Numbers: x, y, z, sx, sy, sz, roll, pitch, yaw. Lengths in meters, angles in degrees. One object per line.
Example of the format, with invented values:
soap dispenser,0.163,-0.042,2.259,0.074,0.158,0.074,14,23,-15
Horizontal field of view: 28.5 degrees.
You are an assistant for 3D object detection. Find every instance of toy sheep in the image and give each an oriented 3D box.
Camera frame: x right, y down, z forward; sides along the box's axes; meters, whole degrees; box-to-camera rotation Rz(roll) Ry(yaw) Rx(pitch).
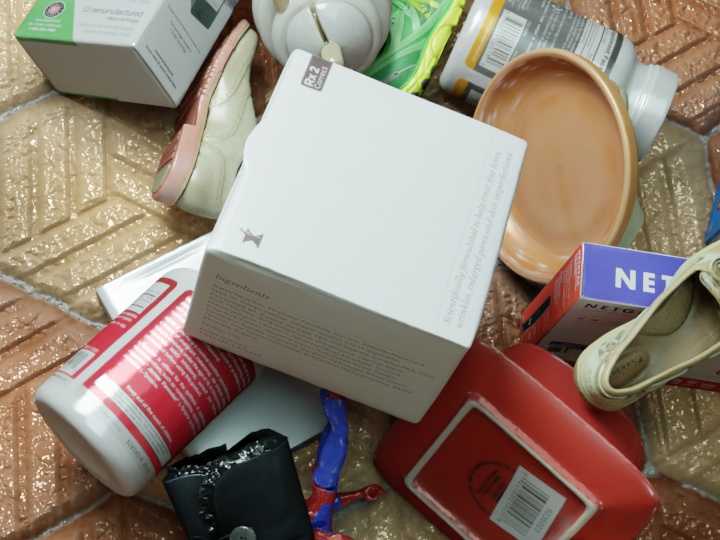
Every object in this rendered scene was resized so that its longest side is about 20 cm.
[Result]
toy sheep,-0.034,-0.233,1.245,0.137,0.138,0.200,7,40,-7

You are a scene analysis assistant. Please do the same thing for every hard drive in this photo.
hard drive,-0.118,0.073,1.197,0.132,0.027,0.200,-27,75,-19

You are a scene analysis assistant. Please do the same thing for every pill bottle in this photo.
pill bottle,0.183,-0.179,1.306,0.199,0.116,0.117,25,66,0
pill bottle,-0.148,0.072,1.117,0.112,0.112,0.200,43,68,8

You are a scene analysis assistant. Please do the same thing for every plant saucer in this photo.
plant saucer,0.168,-0.089,1.216,0.037,0.200,0.201,-6,68,-36

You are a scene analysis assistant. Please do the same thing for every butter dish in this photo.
butter dish,0.144,0.142,1.152,0.199,0.200,0.148,41,43,10

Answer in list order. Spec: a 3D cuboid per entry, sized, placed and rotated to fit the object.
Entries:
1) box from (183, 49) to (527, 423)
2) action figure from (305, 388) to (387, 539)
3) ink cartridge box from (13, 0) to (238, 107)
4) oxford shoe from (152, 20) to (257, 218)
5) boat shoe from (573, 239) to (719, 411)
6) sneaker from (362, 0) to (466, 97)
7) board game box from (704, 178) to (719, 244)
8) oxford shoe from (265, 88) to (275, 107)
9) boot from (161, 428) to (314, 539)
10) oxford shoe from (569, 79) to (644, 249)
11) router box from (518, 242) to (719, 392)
box,-0.003,-0.026,1.065,0.199,0.131,0.200,22,57,-3
action figure,-0.001,0.163,1.137,0.099,0.065,0.201,16,97,-7
ink cartridge box,-0.189,-0.252,1.253,0.145,0.084,0.201,9,61,32
oxford shoe,-0.121,-0.132,1.255,0.074,0.071,0.201,26,62,-17
boat shoe,0.252,0.038,1.067,0.200,0.063,0.073,-39,89,-10
sneaker,0.049,-0.240,1.328,0.083,0.074,0.201,26,66,-3
board game box,0.448,-0.084,1.347,0.195,0.056,0.201,22,66,-1
oxford shoe,0.008,-0.116,1.259,0.199,0.071,0.072,14,71,-19
boot,-0.043,0.204,1.070,0.199,0.076,0.169,-12,98,18
oxford shoe,0.216,-0.071,1.257,0.073,0.071,0.201,2,112,-18
router box,0.252,0.044,1.192,0.199,0.180,0.049,8,69,-6
